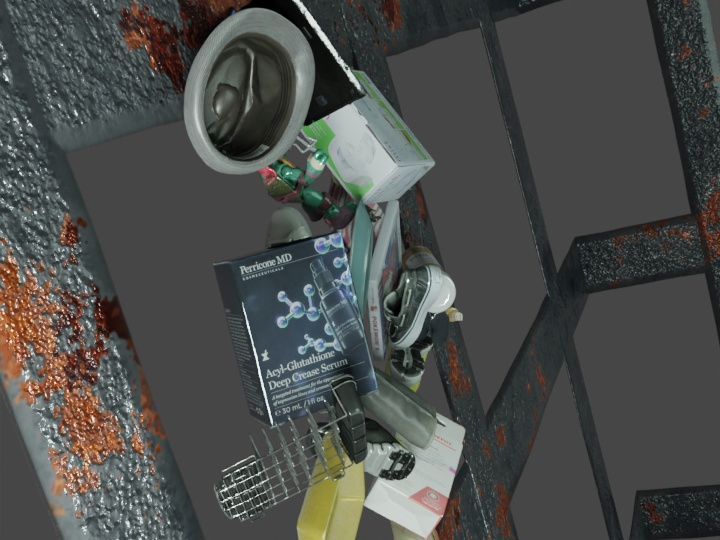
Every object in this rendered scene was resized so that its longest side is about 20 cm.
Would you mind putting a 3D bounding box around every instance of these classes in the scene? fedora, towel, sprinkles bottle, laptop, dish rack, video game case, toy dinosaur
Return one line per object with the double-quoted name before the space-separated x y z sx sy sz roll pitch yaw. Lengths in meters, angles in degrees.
"fedora" -0.154 -0.224 1.116 0.175 0.089 0.204 18 92 -42
"towel" 0.000 -0.081 1.504 0.201 0.029 0.149 54 35 -42
"sprinkles bottle" 0.116 0.012 1.558 0.200 0.067 0.070 -111 -179 -73
"laptop" -0.089 -0.299 1.200 0.178 0.198 0.104 50 49 -21
"dish rack" -0.080 0.216 1.042 0.055 0.197 0.155 56 -16 33
"video game case" 0.043 0.016 1.492 0.202 0.022 0.185 -73 163 -45
"toy dinosaur" 0.003 -0.126 1.448 0.199 0.047 0.090 -2 70 -63

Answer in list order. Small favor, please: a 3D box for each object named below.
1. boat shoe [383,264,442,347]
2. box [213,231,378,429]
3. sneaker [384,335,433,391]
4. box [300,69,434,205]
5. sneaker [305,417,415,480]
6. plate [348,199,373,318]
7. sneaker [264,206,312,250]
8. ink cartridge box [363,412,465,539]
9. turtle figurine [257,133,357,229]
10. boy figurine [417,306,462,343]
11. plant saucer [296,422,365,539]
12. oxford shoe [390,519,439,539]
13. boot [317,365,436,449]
"boat shoe" 0.069 0.053 1.417 0.202 0.069 0.073 111 -21 -50
"box" -0.081 0.069 1.101 0.145 0.107 0.205 -16 95 -21
"sneaker" 0.073 0.164 1.525 0.200 0.076 0.092 -58 163 -67
"box" 0.002 -0.213 1.394 0.201 0.096 0.176 52 24 8
"sneaker" -0.011 0.252 1.306 0.198 0.067 0.091 23 14 -37
"plate" 0.000 0.000 1.289 0.200 0.025 0.206 6 90 -86
"sneaker" -0.104 0.008 1.193 0.084 0.071 0.205 20 63 -64
"ink cartridge box" 0.091 0.311 1.423 0.068 0.115 0.201 -64 178 36
"turtle figurine" -0.093 -0.139 1.261 0.200 0.101 0.150 47 -1 -41
"boy figurine" 0.123 0.071 1.601 0.200 0.121 0.066 -84 -179 -73
"plant saucer" -0.039 0.320 1.175 0.202 0.047 0.203 -73 165 -48
"oxford shoe" 0.088 0.460 1.421 0.075 0.069 0.204 -38 110 -52
"boot" 0.025 0.199 1.305 0.200 0.072 0.183 48 29 -15
